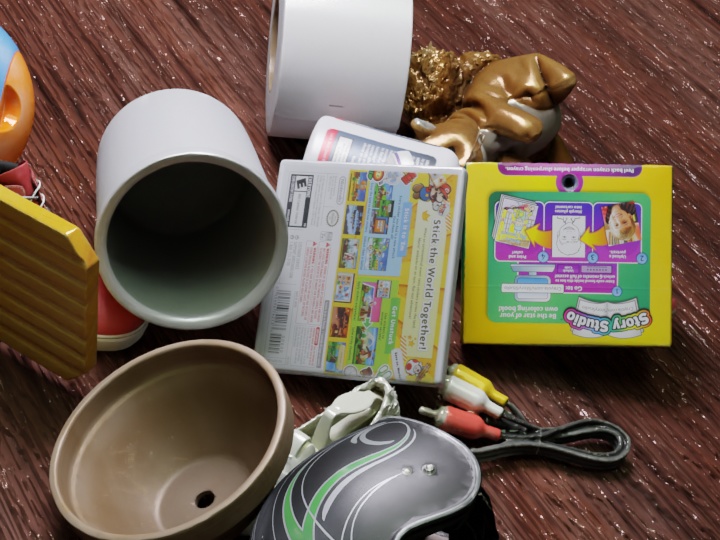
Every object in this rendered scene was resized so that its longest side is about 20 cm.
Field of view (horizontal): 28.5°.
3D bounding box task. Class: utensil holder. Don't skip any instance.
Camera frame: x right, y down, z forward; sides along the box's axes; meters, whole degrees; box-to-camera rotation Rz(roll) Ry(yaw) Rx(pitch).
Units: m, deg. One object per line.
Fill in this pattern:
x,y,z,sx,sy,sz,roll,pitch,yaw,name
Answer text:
-0.165,-0.063,1.317,0.168,0.171,0.200,0,24,-13,utensil holder

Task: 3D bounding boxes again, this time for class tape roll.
-0.028,-0.242,1.553,0.138,0.204,0.204,5,41,-8,tape roll

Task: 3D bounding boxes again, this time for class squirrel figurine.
0.117,-0.162,1.566,0.186,0.142,0.200,-30,54,-24,squirrel figurine

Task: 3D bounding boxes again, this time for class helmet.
0.010,0.224,1.048,0.199,0.201,0.191,33,61,23,helmet

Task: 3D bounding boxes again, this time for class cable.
0.146,0.143,1.272,0.198,0.051,0.097,15,42,6,cable

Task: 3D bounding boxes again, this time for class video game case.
0.000,0.000,1.298,0.181,0.023,0.202,4,78,18,video game case

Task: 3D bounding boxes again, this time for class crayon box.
0.196,-0.014,1.359,0.198,0.174,0.058,1,-1,1,crayon box

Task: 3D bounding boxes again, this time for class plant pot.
-0.139,0.159,1.133,0.199,0.093,0.202,-12,43,12,plant pot

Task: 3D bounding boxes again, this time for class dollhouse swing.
-0.342,0.024,1.181,0.181,0.201,0.176,-28,54,-36,dollhouse swing

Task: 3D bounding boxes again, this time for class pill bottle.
0.040,-0.076,1.443,0.198,0.120,0.120,16,41,5,pill bottle

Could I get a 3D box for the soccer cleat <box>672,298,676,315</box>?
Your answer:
0.240,-0.008,1.460,0.076,0.067,0.200,-12,47,-38,soccer cleat

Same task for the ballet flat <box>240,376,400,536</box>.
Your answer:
-0.041,0.149,1.213,0.072,0.072,0.199,36,47,26,ballet flat

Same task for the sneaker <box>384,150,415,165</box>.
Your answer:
0.004,-0.015,1.338,0.113,0.073,0.202,1,82,-2,sneaker

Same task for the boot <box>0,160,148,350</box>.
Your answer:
-0.279,-0.019,1.288,0.199,0.145,0.072,26,41,14,boot

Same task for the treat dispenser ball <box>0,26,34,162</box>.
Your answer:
-0.419,-0.164,1.374,0.199,0.202,0.202,6,41,-6,treat dispenser ball
